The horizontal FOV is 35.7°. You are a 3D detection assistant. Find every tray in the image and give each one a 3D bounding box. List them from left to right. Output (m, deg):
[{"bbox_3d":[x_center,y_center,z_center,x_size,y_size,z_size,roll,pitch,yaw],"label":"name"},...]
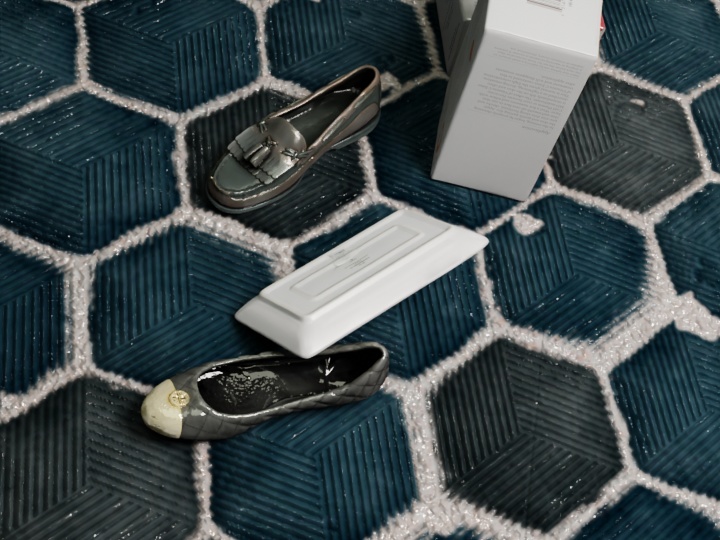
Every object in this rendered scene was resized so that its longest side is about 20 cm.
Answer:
[{"bbox_3d":[0.000,0.000,0.931,0.200,0.022,0.107,-31,32,-27],"label":"tray"}]

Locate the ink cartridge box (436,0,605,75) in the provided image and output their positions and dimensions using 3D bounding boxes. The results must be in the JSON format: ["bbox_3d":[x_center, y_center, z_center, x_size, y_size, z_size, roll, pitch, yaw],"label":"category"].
[{"bbox_3d":[0.154,-0.299,1.152,0.144,0.084,0.200,1,58,-10],"label":"ink cartridge box"}]

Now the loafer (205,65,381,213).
[{"bbox_3d":[-0.059,-0.126,1.010,0.072,0.063,0.200,43,60,16],"label":"loafer"}]

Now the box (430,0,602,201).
[{"bbox_3d":[0.138,-0.176,1.000,0.097,0.200,0.125,14,57,-3],"label":"box"}]

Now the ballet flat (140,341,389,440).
[{"bbox_3d":[-0.073,0.085,0.875,0.200,0.057,0.067,-11,60,-18],"label":"ballet flat"}]
